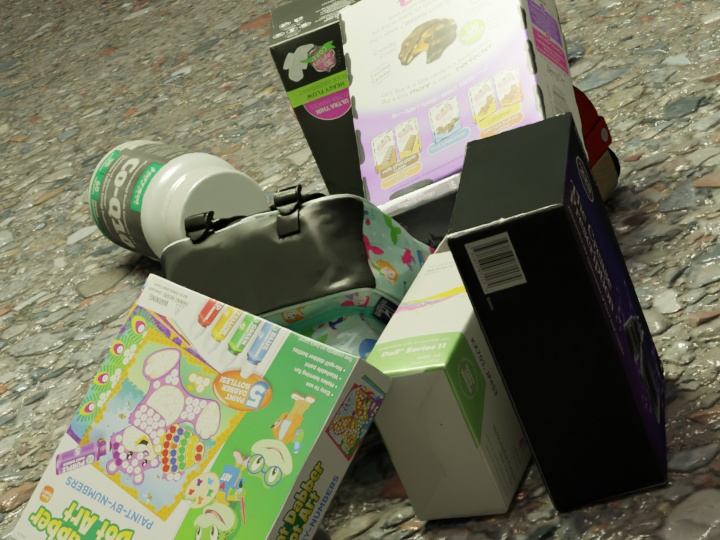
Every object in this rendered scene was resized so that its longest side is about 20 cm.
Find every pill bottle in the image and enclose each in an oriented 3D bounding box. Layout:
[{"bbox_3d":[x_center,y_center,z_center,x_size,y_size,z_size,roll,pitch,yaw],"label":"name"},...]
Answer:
[{"bbox_3d":[-0.173,-0.061,1.683,0.113,0.113,0.200,-33,24,-23],"label":"pill bottle"}]

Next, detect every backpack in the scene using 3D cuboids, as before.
[{"bbox_3d":[-0.026,0.036,1.257,0.177,0.151,0.200,-17,-17,23],"label":"backpack"}]

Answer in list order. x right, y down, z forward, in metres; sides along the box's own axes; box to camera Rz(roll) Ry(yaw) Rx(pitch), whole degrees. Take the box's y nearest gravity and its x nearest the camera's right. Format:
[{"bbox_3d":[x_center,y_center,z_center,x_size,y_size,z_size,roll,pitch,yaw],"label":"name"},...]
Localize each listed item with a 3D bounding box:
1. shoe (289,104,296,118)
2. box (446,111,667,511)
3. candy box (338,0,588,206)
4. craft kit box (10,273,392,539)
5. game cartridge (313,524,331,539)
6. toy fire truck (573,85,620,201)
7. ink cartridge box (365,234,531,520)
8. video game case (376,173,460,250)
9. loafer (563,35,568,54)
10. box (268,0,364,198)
[{"bbox_3d":[0.011,-0.221,1.918,0.091,0.072,0.200,9,42,44],"label":"shoe"},{"bbox_3d":[0.127,0.024,1.097,0.079,0.200,0.141,-17,24,14],"label":"box"},{"bbox_3d":[0.078,-0.148,1.389,0.168,0.071,0.200,-25,57,29],"label":"candy box"},{"bbox_3d":[-0.104,0.119,1.103,0.200,0.048,0.198,19,80,41],"label":"craft kit box"},{"bbox_3d":[-0.127,0.197,1.170,0.200,0.041,0.133,-27,19,-10],"label":"game cartridge"},{"bbox_3d":[0.112,-0.136,1.467,0.176,0.200,0.129,-4,29,38],"label":"toy fire truck"},{"bbox_3d":[0.077,0.060,1.173,0.067,0.117,0.200,-11,26,28],"label":"ink cartridge box"},{"bbox_3d":[0.000,0.000,1.374,0.200,0.143,0.019,-21,61,3],"label":"video game case"},{"bbox_3d":[0.113,-0.208,1.795,0.200,0.070,0.070,-25,23,-5],"label":"loafer"},{"bbox_3d":[0.019,-0.157,1.600,0.148,0.200,0.124,-20,24,7],"label":"box"}]
